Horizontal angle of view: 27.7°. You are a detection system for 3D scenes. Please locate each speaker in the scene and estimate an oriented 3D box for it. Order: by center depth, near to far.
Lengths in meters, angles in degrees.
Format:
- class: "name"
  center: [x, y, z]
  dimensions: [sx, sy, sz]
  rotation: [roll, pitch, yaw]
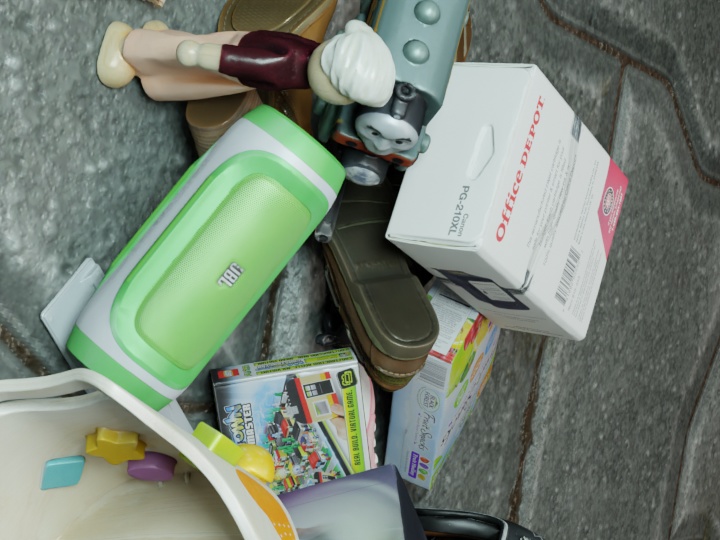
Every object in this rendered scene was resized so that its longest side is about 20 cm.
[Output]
- class: "speaker"
  center: [-0.099, -0.008, 0.943]
  dimensions: [0.200, 0.088, 0.088]
  rotation: [-52, 142, -4]

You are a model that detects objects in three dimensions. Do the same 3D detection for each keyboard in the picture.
- class: "keyboard"
  center: [-0.161, 0.081, 1.007]
  dimensions: [0.056, 0.011, 0.200]
  rotation: [-51, 137, -30]

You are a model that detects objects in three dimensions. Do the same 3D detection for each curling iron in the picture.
- class: "curling iron"
  center: [-0.006, -0.100, 1.123]
  dimensions: [0.026, 0.050, 0.200]
  rotation: [72, 28, -43]

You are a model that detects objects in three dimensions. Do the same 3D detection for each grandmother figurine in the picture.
- class: "grandmother figurine"
  center: [-0.063, -0.131, 0.923]
  dimensions: [0.121, 0.200, 0.061]
  rotation: [-28, 121, -50]

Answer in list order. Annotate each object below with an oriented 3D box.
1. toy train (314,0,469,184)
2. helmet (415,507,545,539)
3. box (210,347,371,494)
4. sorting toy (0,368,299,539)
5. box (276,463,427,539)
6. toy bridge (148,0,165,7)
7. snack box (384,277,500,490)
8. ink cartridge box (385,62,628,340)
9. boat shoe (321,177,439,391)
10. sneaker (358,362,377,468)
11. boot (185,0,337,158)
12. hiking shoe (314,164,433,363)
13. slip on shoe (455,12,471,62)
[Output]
- class: "toy train"
  center: [0.031, -0.158, 0.997]
  dimensions: [0.114, 0.085, 0.200]
  rotation: [130, -21, -67]
- class: "helmet"
  center: [0.107, 0.311, 1.303]
  dimensions: [0.200, 0.190, 0.200]
  rotation: [-21, 116, -54]
- class: "box"
  center: [-0.046, 0.164, 1.104]
  dimensions: [0.035, 0.110, 0.200]
  rotation: [-123, -156, -72]
- class: "sorting toy"
  center: [-0.153, 0.118, 0.883]
  dimensions: [0.180, 0.200, 0.107]
  rotation: [55, 34, -47]
- class: "box"
  center: [-0.046, 0.259, 0.987]
  dimensions: [0.199, 0.200, 0.123]
  rotation: [-98, 170, -52]
- class: "toy bridge"
  center: [-0.179, -0.209, 0.887]
  dimensions: [0.200, 0.027, 0.067]
  rotation: [35, 71, -55]
- class: "snack box"
  center: [0.076, 0.077, 1.259]
  dimensions: [0.142, 0.053, 0.200]
  rotation: [-56, 163, -36]
- class: "ink cartridge box"
  center: [0.116, -0.050, 1.108]
  dimensions: [0.200, 0.084, 0.145]
  rotation: [36, 67, -53]
- class: "boat shoe"
  center: [0.000, 0.000, 1.112]
  dimensions: [0.068, 0.072, 0.200]
  rotation: [112, -28, -46]
- class: "sneaker"
  center: [-0.014, 0.163, 1.188]
  dimensions: [0.105, 0.075, 0.201]
  rotation: [-1, 106, -52]
- class: "boot"
  center: [-0.051, -0.116, 1.067]
  dimensions: [0.155, 0.077, 0.200]
  rotation: [69, 33, -49]
- class: "hiking shoe"
  center: [0.023, -0.021, 1.198]
  dimensions: [0.101, 0.076, 0.200]
  rotation: [30, 73, -59]
- class: "slip on shoe"
  center: [0.053, -0.175, 1.224]
  dimensions: [0.076, 0.061, 0.200]
  rotation: [42, 45, -54]
